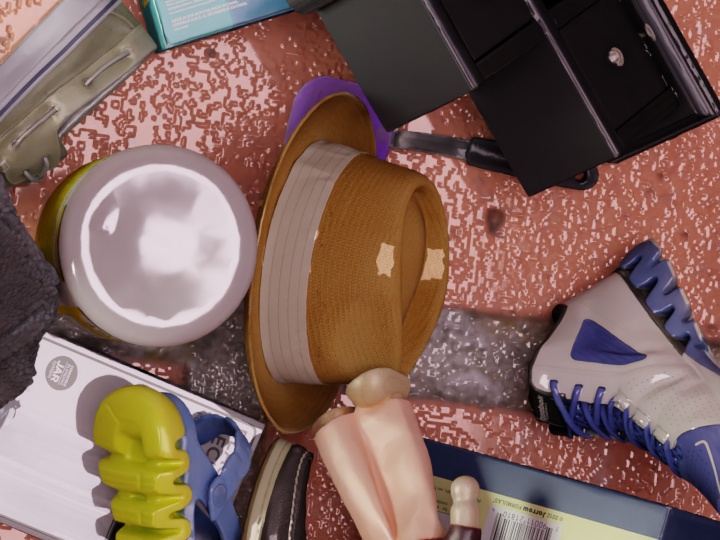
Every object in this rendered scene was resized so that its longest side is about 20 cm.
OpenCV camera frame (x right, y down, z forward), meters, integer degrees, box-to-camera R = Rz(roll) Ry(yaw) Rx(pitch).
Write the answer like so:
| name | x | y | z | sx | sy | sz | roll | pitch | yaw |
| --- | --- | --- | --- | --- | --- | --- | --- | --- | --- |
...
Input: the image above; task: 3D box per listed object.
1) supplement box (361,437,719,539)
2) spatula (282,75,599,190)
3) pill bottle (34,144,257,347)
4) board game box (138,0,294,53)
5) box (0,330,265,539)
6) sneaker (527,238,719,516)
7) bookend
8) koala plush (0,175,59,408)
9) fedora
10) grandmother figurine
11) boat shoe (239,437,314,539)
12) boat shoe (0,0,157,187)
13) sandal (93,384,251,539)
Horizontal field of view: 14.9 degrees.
| name | x | y | z | sx | sy | sz | roll | pitch | yaw |
| --- | --- | --- | --- | --- | --- | --- | --- | --- | --- |
| supplement box | 0.102 | 0.219 | 1.593 | 0.134 | 0.199 | 0.201 | 20 | 85 | -53 |
| spatula | 0.053 | -0.076 | 1.689 | 0.199 | 0.021 | 0.057 | 10 | 100 | -16 |
| pill bottle | -0.126 | -0.013 | 1.555 | 0.109 | 0.200 | 0.110 | 0 | 90 | -13 |
| board game box | -0.079 | -0.248 | 1.646 | 0.150 | 0.047 | 0.201 | -18 | 94 | -13 |
| box | -0.169 | 0.102 | 1.616 | 0.199 | 0.060 | 0.117 | 25 | 85 | -12 |
| sneaker | 0.166 | 0.082 | 1.662 | 0.115 | 0.200 | 0.081 | -25 | 140 | 1 |
| bookend | 0.088 | -0.127 | 1.614 | 0.200 | 0.092 | 0.199 | -36 | 99 | -46 |
| koala plush | -0.270 | -0.021 | 1.501 | 0.177 | 0.184 | 0.200 | -38 | 60 | 0 |
| fedora | 0.000 | 0.000 | 1.590 | 0.081 | 0.200 | 0.202 | 10 | 87 | 21 |
| grandmother figurine | 0.028 | 0.162 | 1.539 | 0.060 | 0.121 | 0.201 | -3 | 56 | -29 |
| boat shoe | -0.043 | 0.199 | 1.587 | 0.064 | 0.073 | 0.201 | 8 | 84 | 6 |
| boat shoe | -0.198 | -0.084 | 1.603 | 0.062 | 0.072 | 0.200 | 40 | 79 | -1 |
| sandal | -0.099 | 0.160 | 1.567 | 0.087 | 0.079 | 0.201 | -10 | 106 | -48 |
